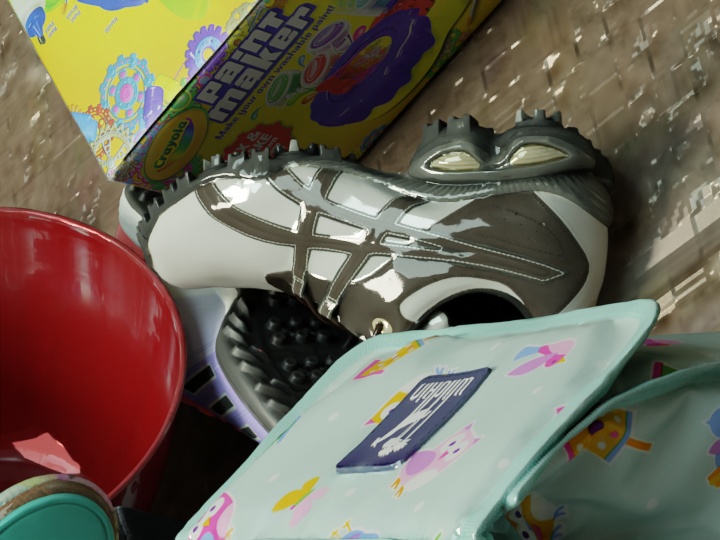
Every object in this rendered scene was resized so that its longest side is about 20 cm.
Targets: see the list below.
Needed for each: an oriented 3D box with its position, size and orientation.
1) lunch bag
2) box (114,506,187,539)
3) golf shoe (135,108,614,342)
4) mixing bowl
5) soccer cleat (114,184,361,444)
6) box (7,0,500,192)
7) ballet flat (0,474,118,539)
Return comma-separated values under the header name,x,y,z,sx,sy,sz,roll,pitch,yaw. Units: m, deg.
name,x,y,z,sx,sy,sz,roll,pitch,yaw
lunch bag,0.064,0.074,0.823,0.170,0.199,0.123,-8,84,55
box,-0.074,0.232,1.001,0.200,0.117,0.197,-52,39,20
golf shoe,0.000,0.000,1.041,0.199,0.078,0.095,-9,74,30
mixing bowl,-0.161,0.081,1.116,0.199,0.109,0.201,-4,43,4
soccer cleat,-0.049,0.035,1.130,0.200,0.068,0.074,49,132,47
box,-0.044,-0.162,1.135,0.200,0.122,0.193,-46,56,24
ballet flat,-0.150,0.159,0.991,0.201,0.069,0.071,-66,16,1
